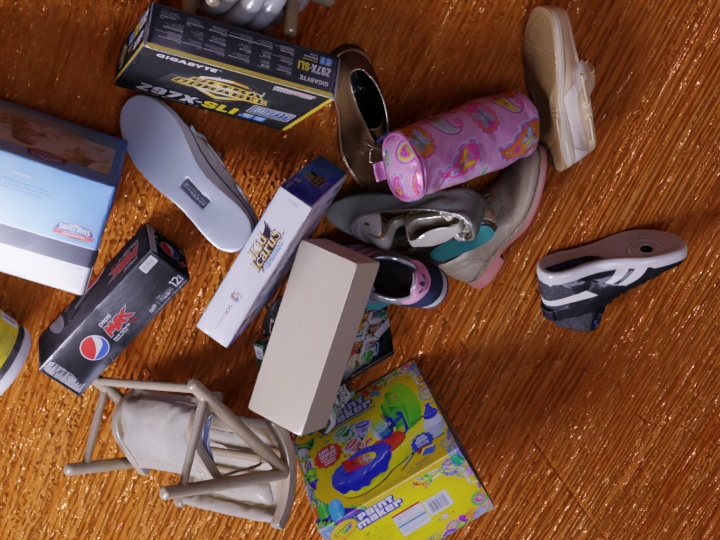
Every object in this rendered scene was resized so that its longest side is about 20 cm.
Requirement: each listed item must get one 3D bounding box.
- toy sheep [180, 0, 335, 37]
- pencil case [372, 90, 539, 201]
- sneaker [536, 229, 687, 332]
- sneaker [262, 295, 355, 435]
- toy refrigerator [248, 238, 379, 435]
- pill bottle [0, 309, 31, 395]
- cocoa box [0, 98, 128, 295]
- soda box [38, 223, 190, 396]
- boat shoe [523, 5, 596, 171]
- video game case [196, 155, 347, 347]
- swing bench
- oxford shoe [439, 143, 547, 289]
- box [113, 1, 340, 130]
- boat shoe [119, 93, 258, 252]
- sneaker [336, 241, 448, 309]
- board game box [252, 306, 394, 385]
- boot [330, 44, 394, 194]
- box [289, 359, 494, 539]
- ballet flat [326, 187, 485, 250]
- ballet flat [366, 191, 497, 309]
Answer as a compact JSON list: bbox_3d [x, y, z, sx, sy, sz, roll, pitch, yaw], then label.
[{"bbox_3d":[-0.110,-0.300,1.096,0.198,0.138,0.139,17,114,-38],"label":"toy sheep"},{"bbox_3d":[0.112,-0.142,1.241,0.198,0.087,0.089,-24,126,-30],"label":"pencil case"},{"bbox_3d":[0.330,0.018,1.443,0.197,0.073,0.113,-11,125,-1],"label":"sneaker"},{"bbox_3d":[-0.060,0.107,1.389,0.088,0.076,0.202,-38,126,-31],"label":"sneaker"},{"bbox_3d":[-0.050,0.072,1.221,0.070,0.075,0.203,-5,115,-64],"label":"toy refrigerator"},{"bbox_3d":[-0.471,0.056,1.199,0.111,0.112,0.200,-41,121,9],"label":"pill bottle"},{"bbox_3d":[-0.355,-0.086,1.125,0.197,0.134,0.133,18,114,-14],"label":"cocoa box"},{"bbox_3d":[-0.287,0.046,1.269,0.200,0.071,0.063,-45,122,11],"label":"soda box"},{"bbox_3d":[0.240,-0.219,1.283,0.068,0.074,0.202,-23,124,-17],"label":"boat shoe"},{"bbox_3d":[-0.094,-0.027,1.215,0.045,0.200,0.183,32,108,1],"label":"video game case"},{"bbox_3d":[-0.202,0.211,1.288,0.199,0.197,0.132,29,68,-45],"label":"swing bench"},{"bbox_3d":[0.161,-0.070,1.339,0.074,0.071,0.202,18,112,-21],"label":"oxford shoe"},{"bbox_3d":[-0.140,-0.204,1.124,0.197,0.159,0.050,12,82,-22],"label":"box"},{"bbox_3d":[-0.181,-0.113,1.214,0.075,0.086,0.202,-42,92,16],"label":"boat shoe"},{"bbox_3d":[0.000,0.000,1.274,0.197,0.082,0.071,5,85,24],"label":"sneaker"},{"bbox_3d":[-0.041,0.095,1.335,0.199,0.023,0.106,-27,120,-37],"label":"board game box"},{"bbox_3d":[0.012,-0.151,1.247,0.073,0.076,0.202,-24,123,-4],"label":"boot"},{"bbox_3d":[0.036,0.257,1.412,0.198,0.193,0.123,-31,123,2],"label":"box"},{"bbox_3d":[0.046,-0.055,1.264,0.197,0.064,0.068,-4,143,23],"label":"ballet flat"},{"bbox_3d":[0.075,-0.029,1.330,0.199,0.076,0.068,-34,142,20],"label":"ballet flat"}]
